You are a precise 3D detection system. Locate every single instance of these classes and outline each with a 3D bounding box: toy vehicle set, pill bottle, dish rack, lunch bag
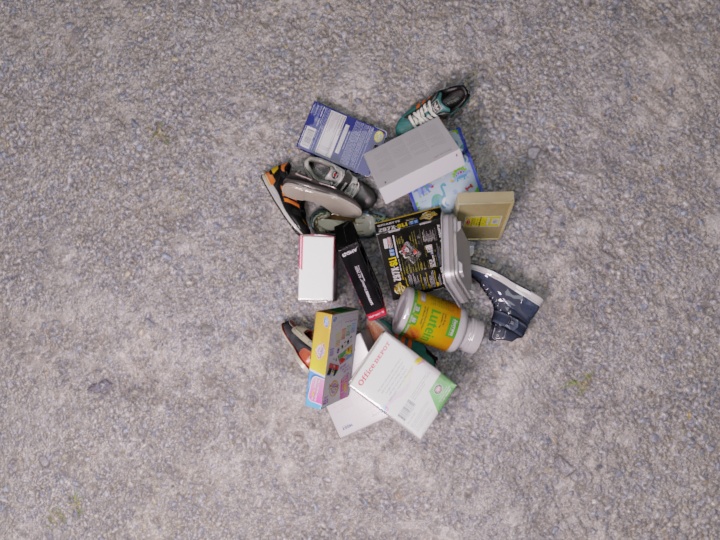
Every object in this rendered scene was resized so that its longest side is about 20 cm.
[{"bbox_3d":[0.270,-0.120,1.591,0.121,0.201,0.027,-1,69,1],"label":"toy vehicle set"},{"bbox_3d":[0.181,0.122,1.624,0.196,0.111,0.113,20,89,-8],"label":"pill bottle"},{"bbox_3d":[0.218,-0.024,1.552,0.043,0.200,0.175,-5,68,19],"label":"dish rack"},{"bbox_3d":[0.187,-0.220,1.646,0.167,0.127,0.204,-19,72,9],"label":"lunch bag"}]

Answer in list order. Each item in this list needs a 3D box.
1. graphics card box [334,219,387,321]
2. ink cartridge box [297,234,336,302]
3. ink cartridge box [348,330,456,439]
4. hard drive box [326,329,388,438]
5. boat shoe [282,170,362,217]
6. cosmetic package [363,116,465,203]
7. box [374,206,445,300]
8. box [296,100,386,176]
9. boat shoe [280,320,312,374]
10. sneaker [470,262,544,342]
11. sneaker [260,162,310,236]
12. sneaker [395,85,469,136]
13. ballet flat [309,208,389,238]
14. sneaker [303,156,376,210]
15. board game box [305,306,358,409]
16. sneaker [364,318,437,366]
[{"bbox_3d":[0.000,0.000,1.605,0.050,0.126,0.203,-20,120,5],"label":"graphics card box"},{"bbox_3d":[-0.095,-0.001,1.617,0.083,0.200,0.149,2,88,-1],"label":"ink cartridge box"},{"bbox_3d":[0.089,0.249,1.549,0.198,0.088,0.147,36,86,1],"label":"ink cartridge box"},{"bbox_3d":[-0.015,0.265,1.649,0.154,0.077,0.203,-25,86,16],"label":"hard drive box"},{"bbox_3d":[-0.085,-0.183,1.641,0.196,0.067,0.058,18,59,-2],"label":"boat shoe"},{"bbox_3d":[0.118,-0.250,1.586,0.197,0.152,0.052,-25,129,4],"label":"cosmetic package"},{"bbox_3d":[0.128,-0.035,1.618,0.156,0.050,0.203,-13,127,5],"label":"box"},{"bbox_3d":[-0.044,-0.316,1.708,0.197,0.032,0.123,24,90,7],"label":"box"},{"bbox_3d":[-0.133,0.165,1.632,0.062,0.200,0.071,-41,120,0],"label":"boat shoe"},{"bbox_3d":[0.308,0.082,1.644,0.200,0.077,0.148,30,91,7],"label":"sneaker"},{"bbox_3d":[-0.158,-0.173,1.681,0.089,0.070,0.202,-34,70,-1],"label":"sneaker"},{"bbox_3d":[0.168,-0.379,1.659,0.198,0.080,0.072,-32,89,4],"label":"sneaker"},{"bbox_3d":[-0.027,-0.108,1.680,0.195,0.074,0.076,1,88,6],"label":"ballet flat"},{"bbox_3d":[-0.052,-0.208,1.679,0.197,0.089,0.075,28,89,4],"label":"sneaker"},{"bbox_3d":[-0.060,0.187,1.539,0.040,0.152,0.205,9,94,22],"label":"board game box"},{"bbox_3d":[0.097,0.175,1.667,0.199,0.079,0.072,42,131,20],"label":"sneaker"}]
